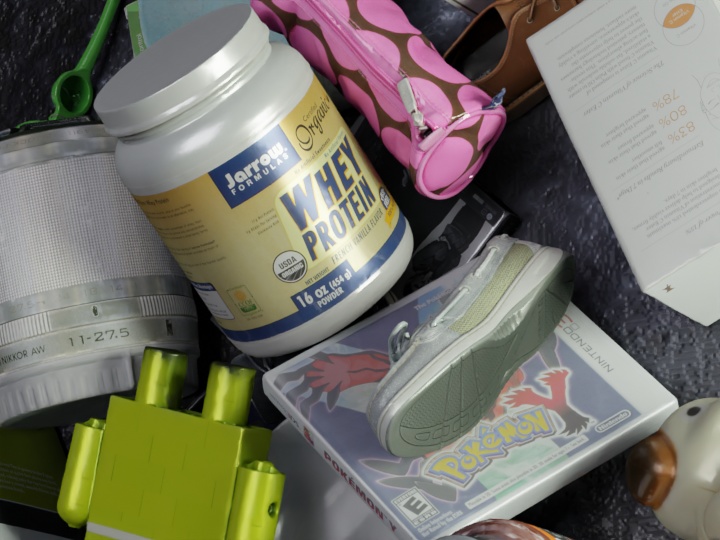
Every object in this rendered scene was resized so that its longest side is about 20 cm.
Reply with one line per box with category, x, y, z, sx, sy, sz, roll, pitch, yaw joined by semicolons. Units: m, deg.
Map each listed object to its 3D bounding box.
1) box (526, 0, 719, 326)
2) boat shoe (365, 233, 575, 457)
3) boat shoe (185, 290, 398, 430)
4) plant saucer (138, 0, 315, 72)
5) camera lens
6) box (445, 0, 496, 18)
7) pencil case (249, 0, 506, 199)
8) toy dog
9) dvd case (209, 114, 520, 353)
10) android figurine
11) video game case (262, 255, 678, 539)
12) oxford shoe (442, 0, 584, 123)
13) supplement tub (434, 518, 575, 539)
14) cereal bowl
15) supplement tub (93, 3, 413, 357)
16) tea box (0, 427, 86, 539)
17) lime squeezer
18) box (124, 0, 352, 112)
box;0.210;-0.087;1.580;0.124;0.097;0.200;-33;61;20
boat shoe;0.061;0.044;1.563;0.065;0.074;0.202;24;47;26
boat shoe;-0.053;0.080;1.694;0.200;0.062;0.075;-39;59;16
plant saucer;-0.067;-0.208;1.786;0.201;0.039;0.201;-9;71;29
camera lens;-0.203;0.000;1.767;0.160;0.160;0.200;-16;81;28
box;0.036;-0.245;1.675;0.060;0.200;0.117;-44;60;17
pencil case;0.008;-0.141;1.651;0.200;0.094;0.091;45;112;24
toy dog;0.249;0.159;1.480;0.200;0.139;0.194;60;146;28
dvd case;0.000;0.000;1.734;0.150;0.025;0.200;43;102;33
android figurine;-0.125;0.154;1.638;0.182;0.041;0.200;13;90;38
video game case;0.069;0.080;1.591;0.200;0.023;0.182;-29;50;-21
oxford shoe;0.131;-0.174;1.664;0.200;0.071;0.071;-43;56;19
supplement tub;0.103;0.208;1.502;0.107;0.200;0.107;-9;72;29
cereal bowl;0.010;0.181;1.634;0.200;0.083;0.200;-11;65;25
supplement tub;-0.071;-0.060;1.640;0.144;0.200;0.144;-29;21;12
tea box;-0.313;0.201;1.809;0.200;0.134;0.197;-36;60;19
lime squeezer;-0.235;-0.128;1.921;0.200;0.038;0.071;-48;26;13
box;-0.076;-0.164;1.824;0.200;0.036;0.144;-21;66;25
